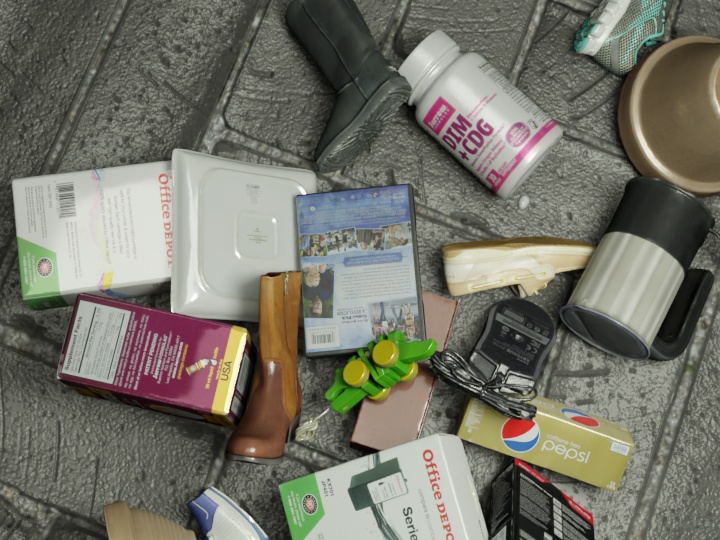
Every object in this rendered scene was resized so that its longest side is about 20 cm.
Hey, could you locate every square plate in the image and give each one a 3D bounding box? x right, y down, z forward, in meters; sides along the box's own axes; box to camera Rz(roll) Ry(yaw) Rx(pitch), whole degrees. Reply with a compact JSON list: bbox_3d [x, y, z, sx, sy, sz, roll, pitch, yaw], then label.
[{"bbox_3d":[-0.130,-0.038,1.557,0.199,0.028,0.200,7,75,-33],"label":"square plate"}]

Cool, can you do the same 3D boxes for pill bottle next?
[{"bbox_3d":[0.139,-0.193,1.613,0.200,0.113,0.113,43,78,7],"label":"pill bottle"}]

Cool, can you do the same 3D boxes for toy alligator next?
[{"bbox_3d":[-0.002,0.120,1.498,0.199,0.059,0.054,-35,51,14],"label":"toy alligator"}]

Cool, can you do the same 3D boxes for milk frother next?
[{"bbox_3d":[0.367,0.009,1.529,0.180,0.200,0.189,33,74,-13],"label":"milk frother"}]

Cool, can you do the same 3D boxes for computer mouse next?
[{"bbox_3d":[0.165,0.103,1.544,0.138,0.053,0.200,29,38,11],"label":"computer mouse"}]

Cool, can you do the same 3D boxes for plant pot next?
[{"bbox_3d":[0.432,-0.197,1.586,0.198,0.175,0.202,1,86,-11],"label":"plant pot"},{"bbox_3d":[-0.215,0.343,1.426,0.092,0.201,0.202,-11,78,-11],"label":"plant pot"}]

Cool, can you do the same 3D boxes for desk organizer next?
[{"bbox_3d":[0.052,0.124,1.558,0.076,0.072,0.201,17,77,3],"label":"desk organizer"}]

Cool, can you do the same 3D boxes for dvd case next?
[{"bbox_3d":[0.000,0.000,1.550,0.141,0.018,0.202,-5,74,4],"label":"dvd case"}]

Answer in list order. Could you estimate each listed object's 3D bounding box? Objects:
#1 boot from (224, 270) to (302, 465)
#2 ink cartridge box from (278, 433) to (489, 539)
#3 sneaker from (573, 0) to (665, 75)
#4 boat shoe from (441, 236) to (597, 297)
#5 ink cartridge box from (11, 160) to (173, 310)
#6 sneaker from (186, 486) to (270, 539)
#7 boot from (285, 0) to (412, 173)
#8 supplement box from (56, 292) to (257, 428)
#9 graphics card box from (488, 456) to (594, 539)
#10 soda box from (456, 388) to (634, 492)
[{"bbox_3d":[-0.098,0.105,1.467,0.068,0.188,0.202,8,101,18],"label":"boot"},{"bbox_3d":[0.028,0.276,1.452,0.199,0.083,0.148,-21,75,15],"label":"ink cartridge box"},{"bbox_3d":[0.360,-0.333,1.690,0.091,0.078,0.200,40,81,-11],"label":"sneaker"},{"bbox_3d":[0.193,-0.002,1.601,0.198,0.074,0.070,-3,100,-12],"label":"boat shoe"},{"bbox_3d":[-0.303,-0.041,1.564,0.198,0.084,0.146,-7,78,-5],"label":"ink cartridge box"},{"bbox_3d":[-0.141,0.347,1.490,0.115,0.081,0.199,-43,85,-14],"label":"sneaker"},{"bbox_3d":[-0.042,-0.246,1.629,0.165,0.065,0.201,-45,67,26],"label":"boot"},{"bbox_3d":[-0.228,0.106,1.506,0.198,0.131,0.104,12,78,5],"label":"supplement box"},{"bbox_3d":[0.202,0.307,1.457,0.125,0.200,0.051,38,112,-10],"label":"graphics card box"},{"bbox_3d":[0.215,0.189,1.546,0.199,0.068,0.064,20,103,1],"label":"soda box"}]
